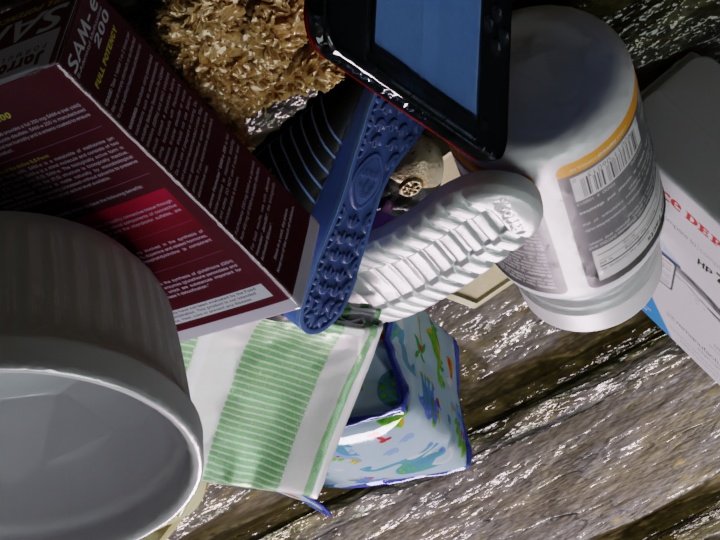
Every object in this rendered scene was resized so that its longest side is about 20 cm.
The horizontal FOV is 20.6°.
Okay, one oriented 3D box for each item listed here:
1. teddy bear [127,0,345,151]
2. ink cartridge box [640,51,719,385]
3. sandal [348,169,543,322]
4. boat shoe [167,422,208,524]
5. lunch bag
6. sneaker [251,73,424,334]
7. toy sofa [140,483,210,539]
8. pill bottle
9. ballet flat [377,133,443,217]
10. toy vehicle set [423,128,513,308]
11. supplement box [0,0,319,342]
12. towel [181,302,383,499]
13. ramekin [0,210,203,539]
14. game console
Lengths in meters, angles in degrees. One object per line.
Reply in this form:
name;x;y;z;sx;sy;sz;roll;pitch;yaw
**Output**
teddy bear;-0.074;-0.112;1.022;0.145;0.067;0.200;12;137;-45
ink cartridge box;0.238;-0.025;1.308;0.086;0.146;0.200;-38;154;-13
sandal;0.027;-0.017;1.152;0.202;0.050;0.082;-23;139;37
boat shoe;-0.124;0.107;1.255;0.063;0.073;0.201;-36;154;-39
lunch bag;-0.041;0.093;1.371;0.199;0.128;0.170;-11;157;15
sneaker;-0.020;-0.068;1.099;0.070;0.078;0.201;24;90;-61
toy sofa;-0.199;0.128;1.365;0.083;0.097;0.200;-51;149;2
pill bottle;0.121;-0.055;1.188;0.116;0.117;0.200;-23;143;1
ballet flat;0.000;0.000;1.223;0.066;0.057;0.201;13;124;-26
toy vehicle set;0.068;-0.036;1.312;0.124;0.027;0.200;-35;151;22
supplement box;-0.122;-0.047;1.000;0.108;0.061;0.200;-15;136;31
towel;-0.100;0.068;1.170;0.199;0.023;0.153;9;125;-17
ramekin;-0.179;0.059;0.985;0.199;0.106;0.201;-5;145;-4
game console;0.071;-0.166;0.988;0.118;0.174;0.200;-6;162;29
